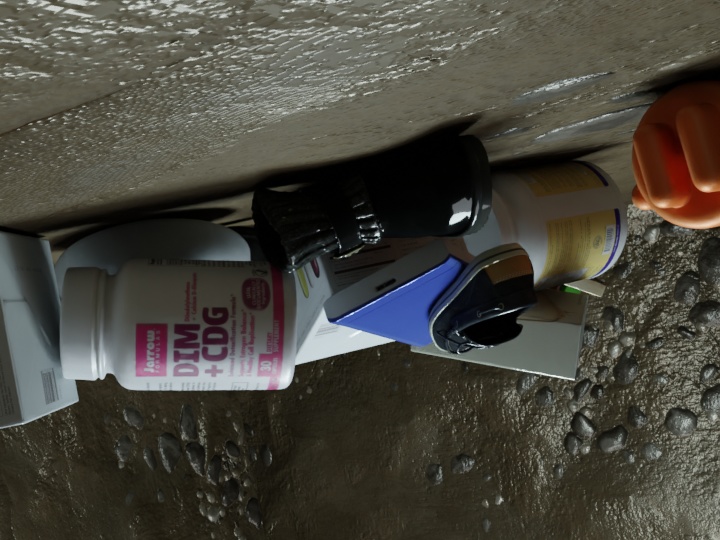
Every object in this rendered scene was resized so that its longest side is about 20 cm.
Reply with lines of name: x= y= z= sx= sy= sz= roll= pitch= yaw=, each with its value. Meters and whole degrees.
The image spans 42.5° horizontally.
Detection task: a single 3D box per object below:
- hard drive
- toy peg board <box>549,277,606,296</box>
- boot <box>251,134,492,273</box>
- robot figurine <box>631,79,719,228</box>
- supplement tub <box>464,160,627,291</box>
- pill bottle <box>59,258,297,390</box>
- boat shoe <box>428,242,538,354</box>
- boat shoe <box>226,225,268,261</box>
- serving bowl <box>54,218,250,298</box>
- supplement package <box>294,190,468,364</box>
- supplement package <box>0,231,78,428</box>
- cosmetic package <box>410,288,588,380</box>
hard drive: x=0.067 y=0.028 z=0.899 sx=0.130 sy=0.026 sz=0.199 roll=-28 pitch=158 yaw=21
toy peg board: x=0.204 y=0.011 z=1.281 sx=0.196 sy=0.100 sz=0.199 roll=19 pitch=-169 yaw=-9
boot: x=0.003 y=-0.052 z=0.771 sx=0.155 sy=0.081 sz=0.210 roll=-11 pitch=178 yaw=-23
robot figurine: x=0.300 y=-0.097 z=0.764 sx=0.198 sy=0.117 sz=0.146 roll=-10 pitch=133 yaw=-43
supplement tub: x=0.200 y=-0.049 z=1.092 sx=0.197 sy=0.149 sz=0.145 roll=-10 pitch=178 yaw=-32
pill bottle: x=-0.159 y=0.048 z=0.818 sx=0.196 sy=0.116 sz=0.113 roll=1 pitch=176 yaw=-12
boat shoe: x=0.113 y=0.044 z=0.857 sx=0.073 sy=0.063 sz=0.201 roll=-15 pitch=160 yaw=-18
boat shoe: x=-0.183 y=-0.006 z=1.041 sx=0.197 sy=0.075 sz=0.063 roll=-7 pitch=-174 yaw=2
serving bowl: x=-0.203 y=0.023 z=0.931 sx=0.196 sy=0.067 sz=0.201 roll=-12 pitch=158 yaw=-5
supplement package: x=0.000 y=0.000 z=0.970 sx=0.153 sy=0.113 sz=0.201 roll=-11 pitch=158 yaw=-21
supplement package: x=-0.362 y=0.063 z=0.764 sx=0.196 sy=0.154 sz=0.152 roll=-11 pitch=179 yaw=-2
cosmetic package: x=0.166 y=0.063 z=1.105 sx=0.196 sy=0.075 sz=0.104 roll=7 pitch=-160 yaw=16
